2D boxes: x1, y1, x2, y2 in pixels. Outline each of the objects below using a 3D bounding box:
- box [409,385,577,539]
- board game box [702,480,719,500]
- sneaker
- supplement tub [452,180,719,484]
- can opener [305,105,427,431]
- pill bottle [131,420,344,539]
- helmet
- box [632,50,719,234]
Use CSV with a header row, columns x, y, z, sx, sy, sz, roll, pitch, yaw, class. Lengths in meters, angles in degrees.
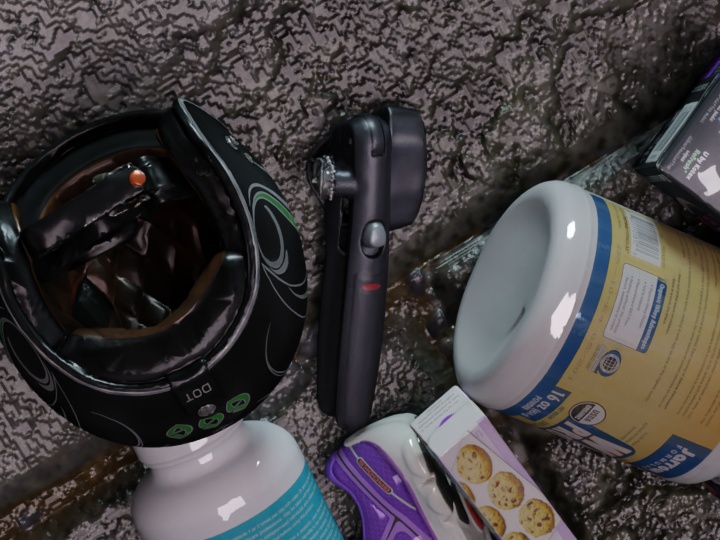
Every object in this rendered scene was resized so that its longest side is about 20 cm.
x,y,z,sx,sy,sz,roll,pitch,yaw,class
0.095,0.147,1.759,0.041,0.039,0.200,-39,132,-4,box
0.345,0.141,1.855,0.200,0.057,0.165,43,88,-19,board game box
0.041,0.181,1.785,0.083,0.081,0.201,-22,108,15,sneaker
0.173,0.044,1.741,0.199,0.145,0.145,22,95,-18,supplement tub
0.000,0.000,1.728,0.078,0.063,0.201,3,101,-16,can opener
-0.067,0.168,1.721,0.110,0.111,0.201,-27,108,-8,pill bottle
-0.123,0.001,1.622,0.199,0.191,0.201,0,84,2,helmet
0.280,-0.045,1.738,0.200,0.122,0.106,36,91,-1,box
